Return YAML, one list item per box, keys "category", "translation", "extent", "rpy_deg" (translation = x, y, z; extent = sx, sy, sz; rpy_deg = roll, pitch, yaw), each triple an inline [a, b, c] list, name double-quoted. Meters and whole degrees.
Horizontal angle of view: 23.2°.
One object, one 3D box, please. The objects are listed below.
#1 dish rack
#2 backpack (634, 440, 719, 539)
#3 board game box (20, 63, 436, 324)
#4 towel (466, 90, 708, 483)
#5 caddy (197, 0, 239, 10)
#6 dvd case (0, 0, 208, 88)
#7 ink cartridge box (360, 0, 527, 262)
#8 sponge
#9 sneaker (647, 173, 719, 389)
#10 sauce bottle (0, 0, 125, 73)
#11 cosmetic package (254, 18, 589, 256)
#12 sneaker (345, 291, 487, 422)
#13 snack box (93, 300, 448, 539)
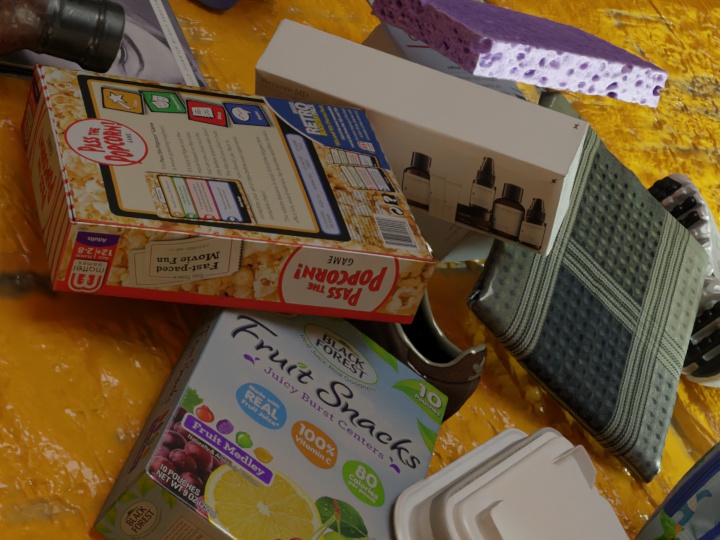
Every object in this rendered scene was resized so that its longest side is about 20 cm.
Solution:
- category: "dish rack"
  translation: [0.106, 0.170, 0.941]
  extent: [0.172, 0.043, 0.200]
  rpy_deg: [62, 27, 5]
- category: "backpack"
  translation: [0.273, 0.150, 1.042]
  extent: [0.183, 0.200, 0.147]
  rpy_deg: [-11, 61, -55]
- category: "board game box"
  translation: [-0.075, -0.043, 0.954]
  extent: [0.199, 0.046, 0.152]
  rpy_deg: [7, 35, -22]
- category: "towel"
  translation: [0.153, 0.009, 1.163]
  extent: [0.193, 0.034, 0.200]
  rpy_deg: [43, 49, -25]
- category: "caddy"
  translation: [-0.101, -0.276, 1.203]
  extent: [0.200, 0.105, 0.141]
  rpy_deg: [47, 32, 4]
- category: "dvd case"
  translation: [-0.193, -0.169, 1.066]
  extent: [0.200, 0.016, 0.149]
  rpy_deg: [7, 48, -44]
- category: "ink cartridge box"
  translation: [0.060, -0.106, 1.224]
  extent: [0.116, 0.067, 0.200]
  rpy_deg: [-5, 57, -49]
- category: "sponge"
  translation: [0.111, -0.155, 1.203]
  extent: [0.200, 0.030, 0.111]
  rpy_deg: [3, 24, -44]
- category: "sneaker"
  translation: [0.253, 0.015, 1.310]
  extent: [0.081, 0.075, 0.201]
  rpy_deg: [34, 34, -41]
- category: "sauce bottle"
  translation: [-0.227, -0.151, 0.944]
  extent: [0.199, 0.066, 0.066]
  rpy_deg: [16, 42, -27]
- category: "cosmetic package"
  translation: [0.033, -0.081, 1.076]
  extent: [0.199, 0.083, 0.051]
  rpy_deg: [20, 53, 10]
- category: "sneaker"
  translation: [0.000, 0.000, 1.032]
  extent: [0.200, 0.076, 0.070]
  rpy_deg: [50, 33, 9]
- category: "snack box"
  translation: [-0.038, 0.096, 0.903]
  extent: [0.142, 0.053, 0.200]
  rpy_deg: [38, 32, -11]
